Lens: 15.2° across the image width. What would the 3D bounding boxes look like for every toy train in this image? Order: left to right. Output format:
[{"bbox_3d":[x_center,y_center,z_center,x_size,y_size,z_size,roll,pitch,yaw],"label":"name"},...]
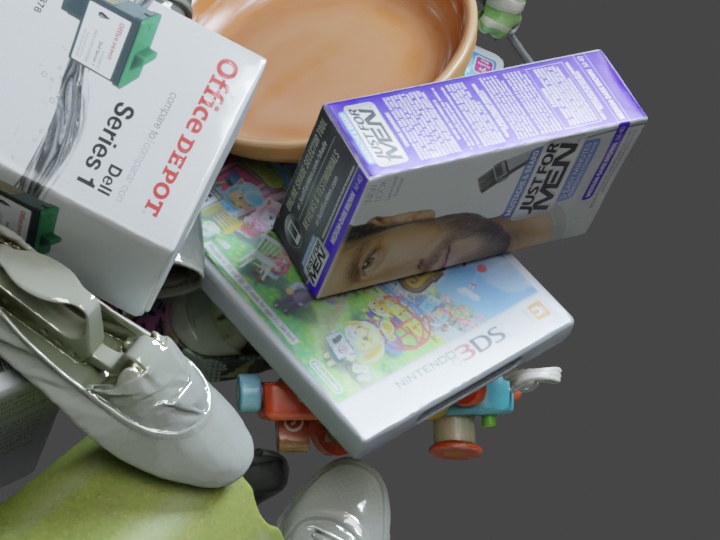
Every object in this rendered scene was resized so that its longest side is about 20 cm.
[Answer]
[{"bbox_3d":[0.016,0.089,1.633,0.199,0.150,0.056,0,87,-14],"label":"toy train"}]

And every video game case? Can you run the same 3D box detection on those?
[{"bbox_3d":[0.000,0.000,1.595,0.182,0.022,0.200,-27,65,-37],"label":"video game case"}]

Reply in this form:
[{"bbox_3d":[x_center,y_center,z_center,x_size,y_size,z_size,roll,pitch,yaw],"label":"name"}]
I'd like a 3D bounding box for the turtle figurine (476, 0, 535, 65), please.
[{"bbox_3d":[0.107,-0.218,1.828,0.194,0.200,0.144,34,84,24],"label":"turtle figurine"}]

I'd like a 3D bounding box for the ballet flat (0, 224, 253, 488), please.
[{"bbox_3d":[-0.139,0.043,1.427,0.200,0.069,0.070,35,63,1],"label":"ballet flat"}]

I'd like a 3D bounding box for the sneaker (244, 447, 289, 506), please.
[{"bbox_3d":[-0.128,0.167,1.607,0.199,0.075,0.080,-23,88,-16],"label":"sneaker"}]

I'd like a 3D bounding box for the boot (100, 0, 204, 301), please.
[{"bbox_3d":[-0.176,-0.082,1.557,0.181,0.073,0.201,2,68,-1],"label":"boot"}]

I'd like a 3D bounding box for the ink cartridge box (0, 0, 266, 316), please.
[{"bbox_3d":[-0.169,-0.089,1.469,0.199,0.084,0.146,26,58,-5],"label":"ink cartridge box"}]

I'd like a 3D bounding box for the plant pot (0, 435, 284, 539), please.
[{"bbox_3d":[-0.145,0.182,1.478,0.200,0.200,0.184,40,63,5],"label":"plant pot"}]

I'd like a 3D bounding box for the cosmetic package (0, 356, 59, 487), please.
[{"bbox_3d":[-0.277,0.044,1.538,0.164,0.200,0.165,-21,75,-23],"label":"cosmetic package"}]

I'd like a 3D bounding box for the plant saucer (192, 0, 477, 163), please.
[{"bbox_3d":[-0.025,-0.131,1.641,0.199,0.038,0.201,-8,44,8],"label":"plant saucer"}]

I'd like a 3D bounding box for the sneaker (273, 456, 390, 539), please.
[{"bbox_3d":[-0.030,0.190,1.563,0.075,0.081,0.200,26,60,-1],"label":"sneaker"}]

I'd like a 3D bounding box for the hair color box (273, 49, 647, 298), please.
[{"bbox_3d":[0.058,-0.057,1.578,0.199,0.109,0.065,-12,56,-30],"label":"hair color box"}]

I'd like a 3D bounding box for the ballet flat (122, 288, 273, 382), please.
[{"bbox_3d":[-0.055,0.030,1.676,0.199,0.071,0.069,-3,69,-16],"label":"ballet flat"}]

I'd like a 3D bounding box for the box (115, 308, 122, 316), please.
[{"bbox_3d":[-0.178,-0.053,1.675,0.070,0.064,0.201,2,64,-1],"label":"box"}]

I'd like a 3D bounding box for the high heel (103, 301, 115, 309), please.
[{"bbox_3d":[-0.218,-0.042,1.582,0.200,0.068,0.096,36,42,12],"label":"high heel"}]

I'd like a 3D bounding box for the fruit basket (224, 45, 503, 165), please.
[{"bbox_3d":[-0.007,-0.091,1.720,0.184,0.094,0.201,18,52,-6],"label":"fruit basket"}]
